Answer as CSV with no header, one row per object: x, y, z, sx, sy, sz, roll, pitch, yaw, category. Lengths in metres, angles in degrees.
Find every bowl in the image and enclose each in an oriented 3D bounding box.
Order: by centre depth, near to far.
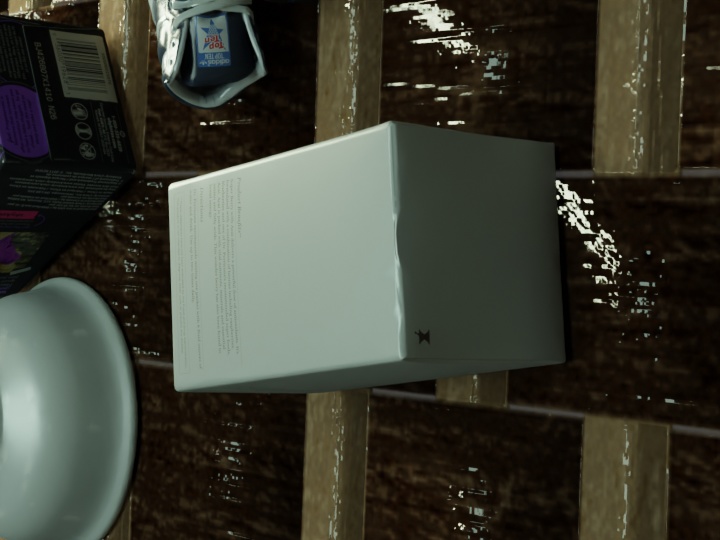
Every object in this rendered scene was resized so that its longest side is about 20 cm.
-0.246,0.103,1.399,0.200,0.090,0.203,-4,85,50,bowl

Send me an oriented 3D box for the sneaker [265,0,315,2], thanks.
0.000,-0.218,1.120,0.199,0.075,0.078,-21,77,47,sneaker

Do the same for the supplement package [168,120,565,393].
0.000,0.000,1.077,0.199,0.119,0.123,-10,79,50,supplement package

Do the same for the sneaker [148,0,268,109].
-0.092,-0.185,1.188,0.201,0.069,0.109,98,162,-52,sneaker

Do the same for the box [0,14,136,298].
-0.259,-0.076,1.408,0.200,0.105,0.123,-37,59,44,box
